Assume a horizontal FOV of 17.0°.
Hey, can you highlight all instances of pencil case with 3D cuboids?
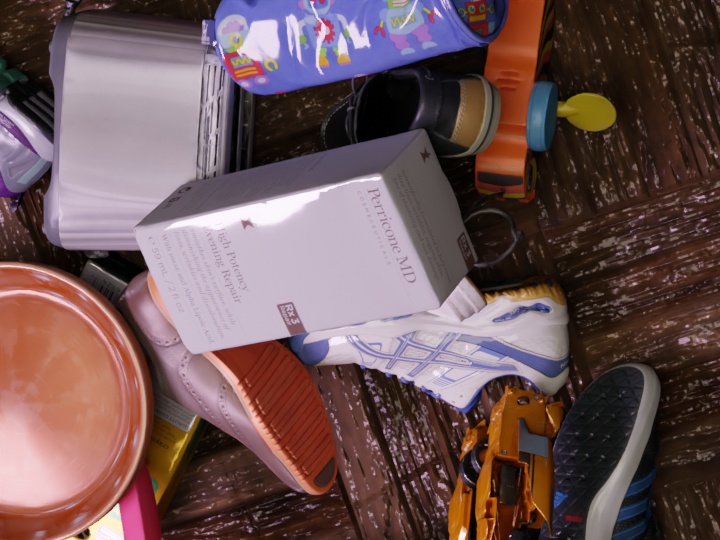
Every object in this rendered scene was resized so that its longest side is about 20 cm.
[{"bbox_3d":[-0.004,-0.171,1.572,0.200,0.078,0.087,-10,109,32],"label":"pencil case"}]

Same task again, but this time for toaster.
[{"bbox_3d":[-0.145,-0.104,1.675,0.129,0.114,0.201,5,100,9],"label":"toaster"}]

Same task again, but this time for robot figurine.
[{"bbox_3d":[0.095,0.188,1.622,0.058,0.145,0.200,10,66,-11],"label":"robot figurine"}]

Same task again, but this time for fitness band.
[{"bbox_3d":[-0.209,0.201,1.708,0.143,0.037,0.201,-12,82,18],"label":"fitness band"}]

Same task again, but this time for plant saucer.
[{"bbox_3d":[-0.238,0.093,1.679,0.200,0.032,0.201,1,94,15],"label":"plant saucer"}]

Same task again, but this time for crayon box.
[{"bbox_3d":[-0.179,0.104,1.747,0.126,0.052,0.200,29,104,7],"label":"crayon box"}]

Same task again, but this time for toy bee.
[{"bbox_3d":[0.094,-0.093,1.635,0.131,0.109,0.200,28,80,17],"label":"toy bee"}]

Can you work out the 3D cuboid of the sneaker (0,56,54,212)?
[{"bbox_3d":[-0.302,-0.132,1.730,0.200,0.074,0.088,43,115,6],"label":"sneaker"}]

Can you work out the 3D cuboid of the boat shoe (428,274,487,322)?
[{"bbox_3d":[0.000,0.000,1.637,0.200,0.071,0.069,26,70,41],"label":"boat shoe"}]

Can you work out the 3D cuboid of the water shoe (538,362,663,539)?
[{"bbox_3d":[0.173,0.164,1.670,0.071,0.079,0.200,12,81,49],"label":"water shoe"}]

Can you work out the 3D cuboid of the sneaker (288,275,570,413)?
[{"bbox_3d":[0.048,0.061,1.674,0.199,0.075,0.088,-7,100,16],"label":"sneaker"}]

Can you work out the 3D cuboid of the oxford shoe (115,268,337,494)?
[{"bbox_3d":[-0.091,0.078,1.673,0.073,0.071,0.200,-32,97,36],"label":"oxford shoe"}]

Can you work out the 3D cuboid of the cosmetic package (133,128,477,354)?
[{"bbox_3d":[-0.036,-0.017,1.560,0.200,0.074,0.102,-12,112,33],"label":"cosmetic package"}]

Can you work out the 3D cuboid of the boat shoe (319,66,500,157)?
[{"bbox_3d":[0.019,-0.102,1.605,0.062,0.200,0.075,10,85,-28],"label":"boat shoe"}]
